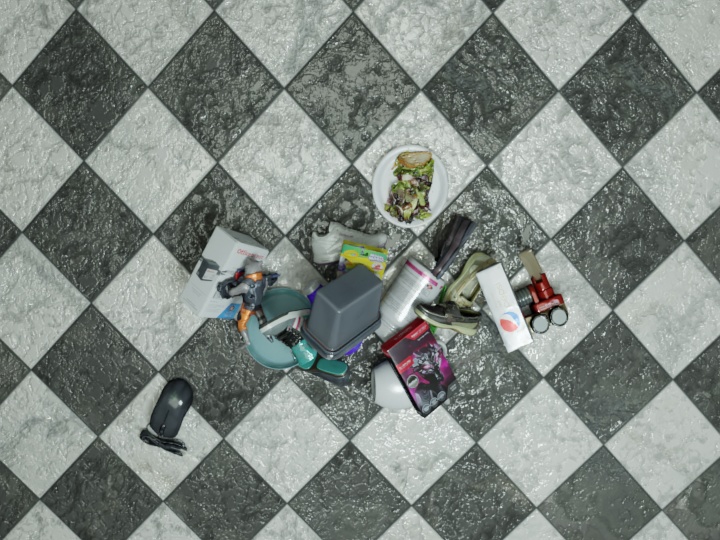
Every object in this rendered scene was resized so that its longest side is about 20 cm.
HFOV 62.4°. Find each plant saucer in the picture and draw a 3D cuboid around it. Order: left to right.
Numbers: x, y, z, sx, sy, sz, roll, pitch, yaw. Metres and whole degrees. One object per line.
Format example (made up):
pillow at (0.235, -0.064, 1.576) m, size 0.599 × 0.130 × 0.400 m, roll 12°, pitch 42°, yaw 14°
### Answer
plant saucer at (-0.202, 0.149, 1.519) m, size 0.193 × 0.027 × 0.208 m, roll 0°, pitch 79°, yaw 0°

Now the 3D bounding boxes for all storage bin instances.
storage bin at (-0.039, 0.078, 1.377) m, size 0.145 × 0.198 × 0.137 m, roll 38°, pitch 136°, yaw 25°

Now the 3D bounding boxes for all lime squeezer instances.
lime squeezer at (0.177, 0.139, 1.510) m, size 0.037 × 0.071 × 0.202 m, roll 28°, pitch 71°, yaw 23°

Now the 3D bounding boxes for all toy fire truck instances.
toy fire truck at (0.410, 0.061, 1.488) m, size 0.171 × 0.129 × 0.206 m, roll -21°, pitch 86°, yaw 4°

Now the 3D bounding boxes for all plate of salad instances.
plate of salad at (0.126, -0.209, 1.483) m, size 0.193 × 0.048 × 0.208 m, roll 0°, pitch 98°, yaw 0°

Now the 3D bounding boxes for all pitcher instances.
pitcher at (0.127, 0.262, 1.513) m, size 0.193 × 0.121 × 0.178 m, roll -2°, pitch 99°, yaw -8°

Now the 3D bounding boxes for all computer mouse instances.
computer mouse at (-0.502, 0.388, 1.569) m, size 0.135 × 0.053 × 0.206 m, roll 20°, pitch 98°, yaw -1°

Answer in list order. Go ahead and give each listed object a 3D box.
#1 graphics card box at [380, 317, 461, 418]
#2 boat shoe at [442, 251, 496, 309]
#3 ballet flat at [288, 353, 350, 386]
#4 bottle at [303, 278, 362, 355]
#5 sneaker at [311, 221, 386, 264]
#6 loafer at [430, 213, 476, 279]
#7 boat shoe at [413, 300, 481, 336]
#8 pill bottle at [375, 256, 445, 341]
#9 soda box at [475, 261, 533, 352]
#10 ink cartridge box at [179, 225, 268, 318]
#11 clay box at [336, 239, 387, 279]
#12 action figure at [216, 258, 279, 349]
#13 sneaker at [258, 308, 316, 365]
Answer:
graphics card box at (0.147, 0.235, 1.436) m, size 0.124 × 0.051 × 0.204 m, roll -33°, pitch 104°, yaw -16°
boat shoe at (0.272, 0.052, 1.498) m, size 0.072 × 0.063 × 0.204 m, roll 31°, pitch 93°, yaw -37°
ballet flat at (-0.111, 0.248, 1.526) m, size 0.195 × 0.072 × 0.076 m, roll 16°, pitch 99°, yaw 26°
bottle at (-0.068, 0.114, 1.499) m, size 0.064 × 0.084 × 0.202 m, roll -26°, pitch 107°, yaw 34°
sneaker at (-0.031, -0.078, 1.488) m, size 0.193 × 0.075 × 0.103 m, roll -12°, pitch 99°, yaw 2°
loafer at (0.216, -0.061, 1.458) m, size 0.062 × 0.072 × 0.201 m, roll 35°, pitch 57°, yaw 6°
boat shoe at (0.214, 0.104, 1.444) m, size 0.196 × 0.073 × 0.066 m, roll 17°, pitch 107°, yaw -35°
pill bottle at (0.114, 0.079, 1.489) m, size 0.112 × 0.113 × 0.203 m, roll 33°, pitch 96°, yaw -4°
soda box at (0.346, 0.086, 1.424) m, size 0.067 × 0.064 × 0.205 m, roll -23°, pitch 88°, yaw 16°
ink cartridge box at (-0.333, 0.009, 1.461) m, size 0.083 × 0.144 × 0.204 m, roll 33°, pitch 98°, yaw 23°
clay box at (0.000, 0.000, 1.452) m, size 0.111 × 0.049 × 0.203 m, roll 13°, pitch 140°, yaw -1°
action figure at (-0.242, 0.066, 1.441) m, size 0.102 × 0.198 × 0.200 m, roll 9°, pitch 111°, yaw 36°
sneaker at (-0.159, 0.165, 1.414) m, size 0.082 × 0.198 × 0.124 m, roll -27°, pitch 81°, yaw 27°
